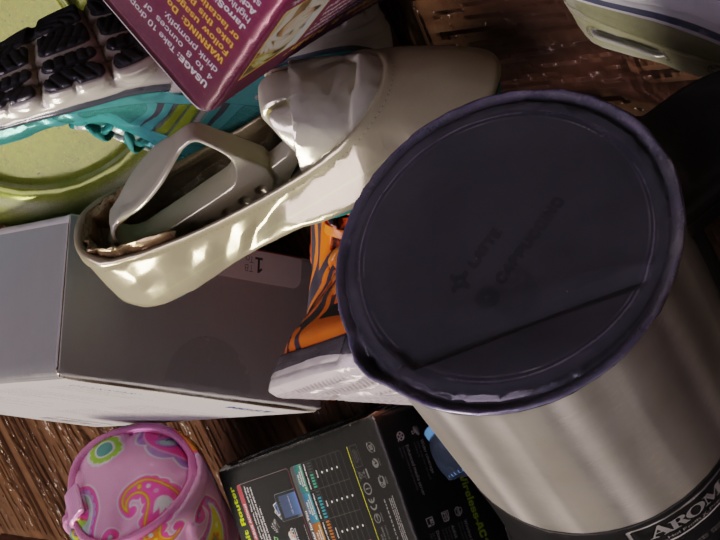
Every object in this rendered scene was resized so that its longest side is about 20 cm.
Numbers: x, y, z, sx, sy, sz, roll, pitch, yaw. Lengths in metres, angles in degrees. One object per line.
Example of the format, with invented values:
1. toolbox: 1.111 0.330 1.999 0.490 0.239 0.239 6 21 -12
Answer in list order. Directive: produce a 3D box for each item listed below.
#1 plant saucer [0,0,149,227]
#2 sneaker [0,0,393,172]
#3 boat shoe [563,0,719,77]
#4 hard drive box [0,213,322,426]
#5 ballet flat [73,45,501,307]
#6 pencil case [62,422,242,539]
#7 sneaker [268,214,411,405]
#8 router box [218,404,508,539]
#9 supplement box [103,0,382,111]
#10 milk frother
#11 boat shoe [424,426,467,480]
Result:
1. plant saucer: -0.150 -0.111 0.971 0.200 0.031 0.200 3 105 11
2. sneaker: -0.083 -0.074 0.915 0.200 0.078 0.080 -9 123 2
3. boat shoe: 0.152 -0.096 0.746 0.200 0.072 0.062 24 160 36
4. hard drive box: -0.138 0.031 1.058 0.200 0.156 0.077 -7 77 48
5. ballet flat: -0.037 -0.047 0.871 0.200 0.069 0.070 -31 98 23
6. pencil case: -0.088 0.169 1.147 0.087 0.087 0.200 18 149 36
7. sneaker: 0.000 0.000 0.900 0.200 0.077 0.112 156 117 -83
8. router box: 0.020 0.169 1.048 0.150 0.062 0.200 -24 83 52
9. supplement box: -0.013 -0.170 0.788 0.103 0.131 0.200 49 143 5
10. milk frother: 0.066 -0.004 0.765 0.200 0.181 0.188 29 165 34
11. boat shoe: 0.098 0.066 0.909 0.200 0.084 0.069 -31 84 55
